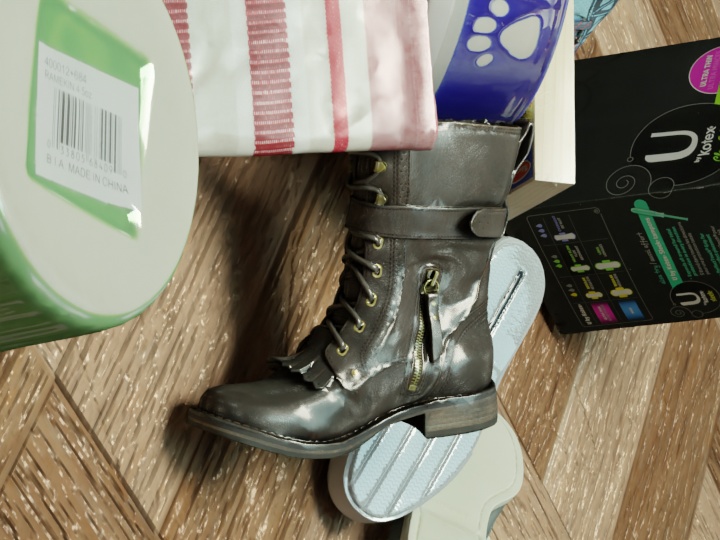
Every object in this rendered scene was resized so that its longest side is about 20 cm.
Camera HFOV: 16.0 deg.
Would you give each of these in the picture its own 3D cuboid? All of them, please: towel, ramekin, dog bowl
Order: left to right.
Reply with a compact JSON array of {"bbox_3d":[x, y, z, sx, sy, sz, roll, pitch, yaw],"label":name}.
[{"bbox_3d":[-0.152,-0.059,1.082,0.200,0.098,0.200,23,64,-60],"label":"ramekin"},{"bbox_3d":[-0.060,-0.126,1.240,0.200,0.023,0.144,-3,86,-24],"label":"towel"},{"bbox_3d":[0.043,-0.172,1.377,0.079,0.200,0.200,6,75,-19],"label":"dog bowl"}]

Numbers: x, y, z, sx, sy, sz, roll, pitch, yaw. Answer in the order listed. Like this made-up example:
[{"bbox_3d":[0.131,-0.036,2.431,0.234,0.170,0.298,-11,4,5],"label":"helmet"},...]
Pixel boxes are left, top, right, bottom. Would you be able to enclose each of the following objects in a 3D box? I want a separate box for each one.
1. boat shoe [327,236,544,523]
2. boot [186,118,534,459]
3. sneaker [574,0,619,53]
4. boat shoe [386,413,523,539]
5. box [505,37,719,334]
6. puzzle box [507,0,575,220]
[{"bbox_3d":[0.037,0.064,1.455,0.072,0.062,0.200,49,59,-21],"label":"boat shoe"},{"bbox_3d":[0.000,0.000,1.307,0.200,0.069,0.174,-6,104,-35],"label":"boot"},{"bbox_3d":[0.106,-0.123,1.500,0.079,0.200,0.096,6,62,-19],"label":"sneaker"},{"bbox_3d":[0.044,0.143,1.479,0.073,0.062,0.200,32,33,-8],"label":"boat shoe"},{"bbox_3d":[0.212,-0.058,1.672,0.124,0.200,0.149,59,37,-37],"label":"box"},{"bbox_3d":[0.068,-0.090,1.445,0.025,0.200,0.133,4,76,-20],"label":"puzzle box"}]
